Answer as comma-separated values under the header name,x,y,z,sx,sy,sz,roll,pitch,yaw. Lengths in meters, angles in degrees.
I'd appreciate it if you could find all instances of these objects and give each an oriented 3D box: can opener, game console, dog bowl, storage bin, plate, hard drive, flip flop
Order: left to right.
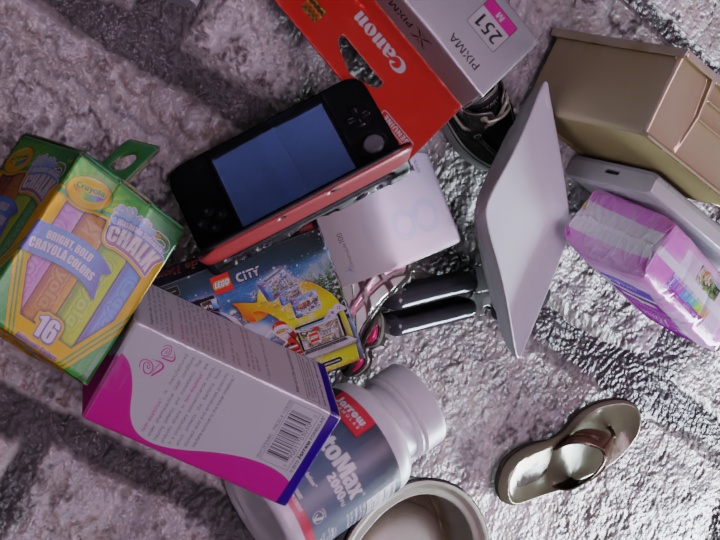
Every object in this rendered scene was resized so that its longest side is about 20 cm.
name,x,y,z,sx,sy,sz,roll,pitch,yaw
game console,-0.065,-0.091,1.442,0.199,0.173,0.119,-27,147,-2
dog bowl,0.033,0.298,1.714,0.199,0.074,0.202,-9,106,-33
can opener,0.110,0.029,1.707,0.199,0.067,0.054,-12,110,-40
plate,0.157,-0.050,1.671,0.200,0.032,0.201,-63,148,-41
flip flop,0.234,0.203,1.845,0.199,0.057,0.082,-21,112,-30
storage bin,0.301,-0.148,1.722,0.198,0.199,0.094,31,84,-36
hard drive,0.325,-0.056,1.803,0.199,0.132,0.027,34,81,-36

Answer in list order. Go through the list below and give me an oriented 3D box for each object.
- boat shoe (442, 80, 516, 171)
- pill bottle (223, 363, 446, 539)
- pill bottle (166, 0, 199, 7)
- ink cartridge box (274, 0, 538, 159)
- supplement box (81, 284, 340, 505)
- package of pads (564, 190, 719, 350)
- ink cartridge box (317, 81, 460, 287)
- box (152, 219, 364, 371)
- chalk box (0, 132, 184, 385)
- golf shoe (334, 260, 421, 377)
name,x,y,z,sx,sy,sz,roll,pitch,yaw
boat shoe,0.111,-0.165,1.667,0.071,0.063,0.200,-52,125,-14
pill bottle,-0.021,0.178,1.615,0.199,0.119,0.120,-34,118,-23
pill bottle,-0.139,-0.330,1.419,0.112,0.112,0.202,24,87,-37
ink cartridge box,0.043,-0.232,1.558,0.200,0.043,0.174,49,61,-7
supplement box,-0.132,0.104,1.465,0.199,0.104,0.102,27,107,-20
package of pads,0.312,-0.001,1.792,0.076,0.120,0.200,-55,136,-3
ink cartridge box,-0.025,-0.065,1.557,0.199,0.047,0.161,-23,94,-20
box,-0.110,0.048,1.522,0.198,0.038,0.138,-20,114,-1
chalk box,-0.242,-0.030,1.408,0.124,0.124,0.201,38,77,-33
golf shoe,0.000,0.000,1.621,0.088,0.077,0.202,22,88,-32
